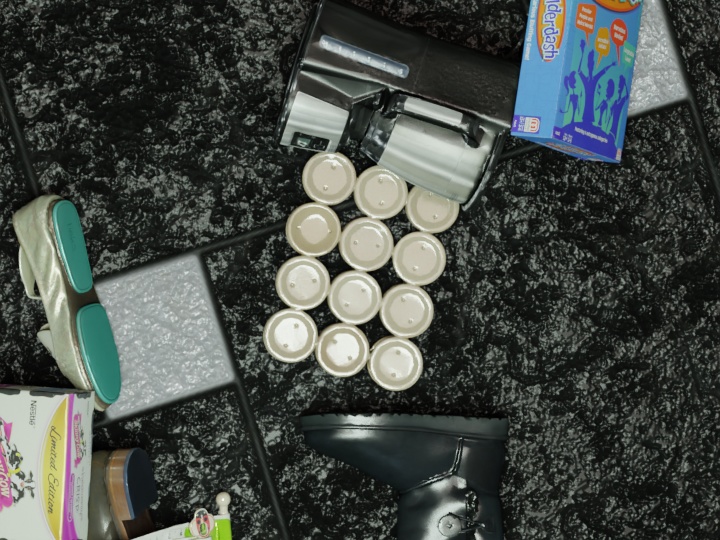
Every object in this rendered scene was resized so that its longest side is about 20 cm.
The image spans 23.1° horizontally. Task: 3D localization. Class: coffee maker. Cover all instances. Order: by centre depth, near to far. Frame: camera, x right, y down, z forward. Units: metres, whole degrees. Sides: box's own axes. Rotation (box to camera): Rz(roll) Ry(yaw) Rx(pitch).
[{"bbox_3d":[0.038,-0.170,1.579,0.199,0.135,0.192,21,54,-5],"label":"coffee maker"}]

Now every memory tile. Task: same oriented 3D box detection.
[{"bbox_3d":[0.000,0.000,1.618,0.153,0.017,0.201,14,89,-4],"label":"memory tile"}]

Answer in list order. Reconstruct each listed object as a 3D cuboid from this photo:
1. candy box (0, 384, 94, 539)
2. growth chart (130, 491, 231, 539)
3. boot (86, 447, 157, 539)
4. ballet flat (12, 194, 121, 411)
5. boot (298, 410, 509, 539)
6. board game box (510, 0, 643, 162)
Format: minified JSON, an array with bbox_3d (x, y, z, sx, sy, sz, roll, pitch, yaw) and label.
[{"bbox_3d":[-0.338,0.167,1.543,0.199,0.061,0.137,2,89,14],"label":"candy box"},{"bbox_3d":[-0.182,0.293,1.546,0.200,0.018,0.145,-18,105,-42],"label":"growth chart"},{"bbox_3d":[-0.232,0.257,1.587,0.097,0.075,0.201,-2,97,19],"label":"boot"},{"bbox_3d":[-0.267,0.032,1.586,0.062,0.067,0.201,-15,87,24],"label":"ballet flat"},{"bbox_3d":[0.040,0.212,1.589,0.199,0.076,0.169,4,86,-10],"label":"boot"},{"bbox_3d":[0.198,-0.206,1.569,0.045,0.152,0.201,7,89,32],"label":"board game box"}]
